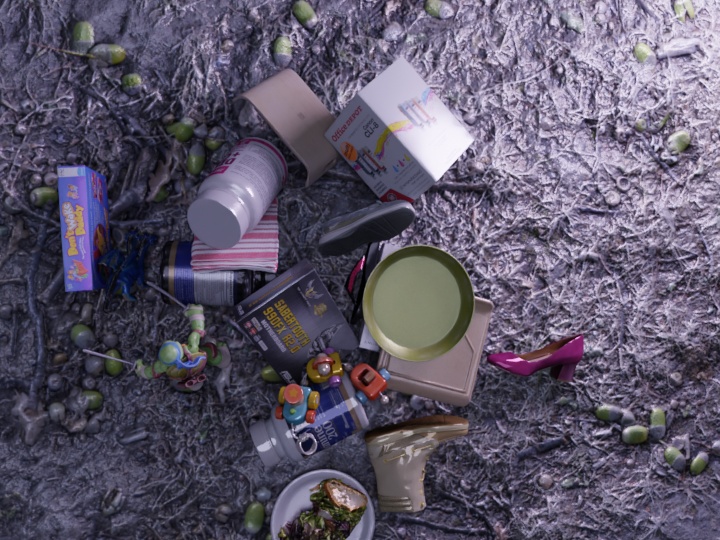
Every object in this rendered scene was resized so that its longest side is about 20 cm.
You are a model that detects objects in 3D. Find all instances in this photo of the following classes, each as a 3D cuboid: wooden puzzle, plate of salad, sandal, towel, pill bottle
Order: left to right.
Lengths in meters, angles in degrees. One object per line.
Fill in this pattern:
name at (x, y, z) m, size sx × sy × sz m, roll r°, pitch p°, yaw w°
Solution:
pill bottle at (-0.247, 0.007, 1.139) m, size 0.197 × 0.112 × 0.114 m, roll 2°, pitch 90°, yaw -8°
towel at (-0.215, -0.065, 1.123) m, size 0.144 × 0.201 × 0.030 m, roll -1°, pitch 130°, yaw -7°
pill bottle at (-0.206, -0.132, 1.091) m, size 0.112 × 0.201 × 0.115 m, roll 9°, pitch 129°, yaw 11°
pill bottle at (-0.093, 0.272, 1.159) m, size 0.198 × 0.111 × 0.112 m, roll -25°, pitch 93°, yaw -6°
plate of salad at (-0.068, 0.474, 1.196) m, size 0.197 × 0.048 × 0.204 m, roll 0°, pitch 91°, yaw -8°
sandal at (0.000, 0.000, 1.192) m, size 0.044 × 0.075 × 0.203 m, roll 14°, pitch 81°, yaw -10°
wooden puzzle at (0.131, 0.130, 1.162) m, size 0.182 × 0.037 × 0.203 m, roll 15°, pitch 93°, yaw -8°

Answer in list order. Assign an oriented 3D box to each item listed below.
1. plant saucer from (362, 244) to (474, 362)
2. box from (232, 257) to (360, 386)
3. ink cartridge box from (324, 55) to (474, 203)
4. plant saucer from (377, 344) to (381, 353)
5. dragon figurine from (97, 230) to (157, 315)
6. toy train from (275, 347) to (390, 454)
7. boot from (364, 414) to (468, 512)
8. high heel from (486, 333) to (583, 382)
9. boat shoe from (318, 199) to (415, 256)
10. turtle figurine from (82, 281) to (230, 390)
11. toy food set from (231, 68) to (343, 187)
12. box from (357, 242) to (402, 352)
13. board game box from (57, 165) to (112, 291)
plant saucer at (0.099, 0.056, 1.118) m, size 0.197 × 0.031 × 0.204 m, roll -1°, pitch 95°, yaw -7°
box at (-0.110, 0.101, 1.141) m, size 0.157 × 0.048 × 0.201 m, roll -33°, pitch 126°, yaw -6°
ink cartridge box at (0.066, -0.236, 1.138) m, size 0.200 × 0.145 × 0.145 m, roll 47°, pitch 56°, yaw -4°
plant saucer at (0.121, 0.102, 1.191) m, size 0.197 × 0.034 × 0.204 m, roll 0°, pitch 90°, yaw -9°
dragon figurine at (-0.406, -0.003, 1.098) m, size 0.058 × 0.200 × 0.101 m, roll 3°, pitch 113°, yaw 9°
toy train at (-0.053, 0.207, 1.094) m, size 0.199 × 0.056 × 0.150 m, roll -38°, pitch 58°, yaw -15°
boot at (0.116, 0.362, 1.205) m, size 0.197 × 0.073 × 0.158 m, roll -11°, pitch 91°, yaw -5°
high heel at (0.335, 0.153, 1.235) m, size 0.197 × 0.067 × 0.098 m, roll 10°, pitch 99°, yaw -22°
boat shoe at (0.007, -0.086, 1.149) m, size 0.074 × 0.200 × 0.066 m, roll 29°, pitch 49°, yaw -43°
turtle figurine at (-0.316, 0.124, 1.101) m, size 0.197 × 0.194 × 0.146 m, roll 15°, pitch 73°, yaw 17°
toy food set at (-0.121, -0.260, 1.160) m, size 0.200 × 0.060 × 0.144 m, roll 48°, pitch 46°, yaw -4°
box at (0.085, 0.064, 1.219) m, size 0.142 × 0.036 × 0.203 m, roll 14°, pitch 90°, yaw -7°
board game box at (-0.467, -0.068, 1.100) m, size 0.044 × 0.134 × 0.204 m, roll -4°, pitch 90°, yaw -7°
